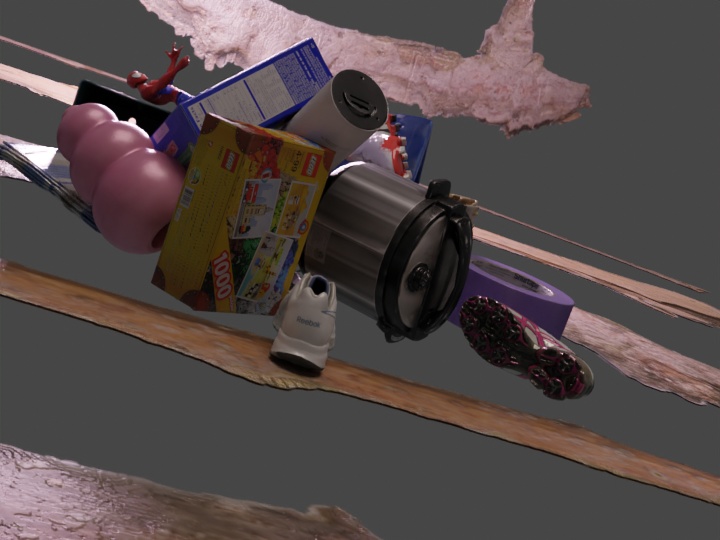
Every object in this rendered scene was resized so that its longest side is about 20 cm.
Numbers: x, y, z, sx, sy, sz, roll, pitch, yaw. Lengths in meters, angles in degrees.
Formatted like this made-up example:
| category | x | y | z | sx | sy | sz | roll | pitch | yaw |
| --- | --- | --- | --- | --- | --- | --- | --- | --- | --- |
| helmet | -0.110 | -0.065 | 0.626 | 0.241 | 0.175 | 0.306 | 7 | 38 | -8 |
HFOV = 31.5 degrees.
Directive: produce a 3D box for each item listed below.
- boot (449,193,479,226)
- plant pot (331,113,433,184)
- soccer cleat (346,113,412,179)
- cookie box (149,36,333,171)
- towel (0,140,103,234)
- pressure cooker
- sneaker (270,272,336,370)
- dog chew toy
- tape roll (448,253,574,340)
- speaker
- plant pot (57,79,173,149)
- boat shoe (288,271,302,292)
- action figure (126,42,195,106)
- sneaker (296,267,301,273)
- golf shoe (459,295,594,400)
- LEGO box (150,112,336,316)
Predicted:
| category | x | y | z | sx | sy | sz | roll | pitch | yaw |
| --- | --- | --- | --- | --- | --- | --- | --- | --- | --- |
| boot | 0.159 | -0.034 | 1.992 | 0.198 | 0.156 | 0.072 | 16 | 11 | -26 |
| plant pot | -0.009 | -0.116 | 1.861 | 0.177 | 0.202 | 0.201 | 14 | 35 | 2 |
| soccer cleat | 0.018 | -0.158 | 1.698 | 0.084 | 0.069 | 0.201 | -11 | 27 | 0 |
| cookie box | -0.149 | -0.187 | 1.558 | 0.076 | 0.199 | 0.171 | 59 | -27 | -3 |
| towel | -0.355 | -0.102 | 1.616 | 0.199 | 0.024 | 0.147 | 34 | 12 | 16 |
| pressure cooker | 0.043 | -0.020 | 1.550 | 0.199 | 0.179 | 0.177 | 26 | -28 | 30 |
| sneaker | -0.050 | 0.043 | 1.368 | 0.074 | 0.088 | 0.200 | 17 | 9 | -7 |
| dog chew toy | -0.284 | -0.116 | 1.500 | 0.200 | 0.125 | 0.124 | 48 | 18 | 14 |
| tape roll | 0.208 | 0.048 | 1.876 | 0.198 | 0.086 | 0.200 | 21 | 11 | -4 |
| speaker | -0.051 | -0.155 | 1.510 | 0.080 | 0.082 | 0.200 | 15 | -31 | -28 |
| plant pot | -0.341 | -0.180 | 1.812 | 0.140 | 0.143 | 0.200 | 20 | 5 | -8 |
| boat shoe | -0.116 | -0.012 | 1.559 | 0.071 | 0.072 | 0.200 | 14 | 14 | -37 |
| action figure | -0.224 | -0.254 | 1.753 | 0.198 | 0.100 | 0.065 | 19 | 1 | 10 |
| sneaker | -0.153 | -0.048 | 1.725 | 0.199 | 0.074 | 0.080 | 31 | -1 | 26 |
| golf shoe | 0.213 | 0.104 | 1.650 | 0.199 | 0.073 | 0.092 | 37 | 10 | 24 |
| LEGO box | -0.128 | -0.058 | 1.414 | 0.077 | 0.202 | 0.148 | 27 | 12 | 35 |
